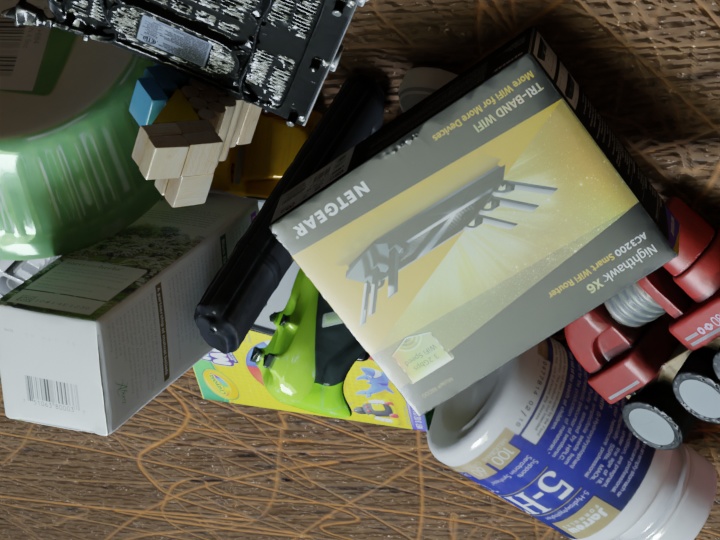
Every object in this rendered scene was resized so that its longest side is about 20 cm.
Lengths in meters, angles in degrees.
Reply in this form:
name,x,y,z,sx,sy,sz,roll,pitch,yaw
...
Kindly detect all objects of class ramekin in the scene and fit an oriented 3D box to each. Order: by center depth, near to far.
name,x,y,z,sx,sy,sz,roll,pitch,yaw
ramekin,-0.210,-0.114,1.639,0.199,0.201,0.098,13,146,18

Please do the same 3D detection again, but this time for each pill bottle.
name,x,y,z,sx,sy,sz,roll,pitch,yaw
pill bottle,0.159,0.131,1.915,0.199,0.120,0.120,31,153,-20

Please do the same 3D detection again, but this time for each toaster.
name,x,y,z,sx,sy,sz,roll,pitch,yaw
toaster,-0.084,-0.191,1.470,0.199,0.119,0.181,22,154,-2

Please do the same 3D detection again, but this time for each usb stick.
name,x,y,z,sx,sy,sz,roll,pitch,yaw
usb stick,-0.043,-0.036,1.648,0.032,0.201,0.056,25,158,18

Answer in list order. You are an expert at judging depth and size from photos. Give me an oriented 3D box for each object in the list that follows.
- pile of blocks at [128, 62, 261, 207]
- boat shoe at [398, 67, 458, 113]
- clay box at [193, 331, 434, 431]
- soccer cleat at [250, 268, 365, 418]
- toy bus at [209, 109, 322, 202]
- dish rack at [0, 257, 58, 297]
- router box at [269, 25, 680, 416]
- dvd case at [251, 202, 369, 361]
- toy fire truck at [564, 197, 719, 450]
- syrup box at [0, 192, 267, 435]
name,x,y,z,sx,sy,sz,roll,pitch,yaw
pile of blocks,-0.099,-0.097,1.567,0.082,0.200,0.062,26,124,8
boat shoe,0.074,-0.052,1.677,0.072,0.069,0.200,7,151,28
clay box,-0.049,0.053,1.838,0.199,0.048,0.115,6,144,15
soccer cleat,0.000,0.000,1.714,0.081,0.201,0.067,24,-177,-20
toy bus,-0.129,-0.088,1.725,0.199,0.066,0.078,7,177,15
dish rack,-0.192,0.008,2.039,0.171,0.044,0.200,29,154,-14
router box,0.070,-0.027,1.582,0.199,0.052,0.157,-34,106,20
dvd case,-0.072,-0.032,1.769,0.199,0.144,0.018,15,-172,13
toy fire truck,0.177,0.013,1.693,0.200,0.129,0.176,43,149,-6
syrup box,-0.140,0.022,1.636,0.078,0.200,0.082,8,116,26
